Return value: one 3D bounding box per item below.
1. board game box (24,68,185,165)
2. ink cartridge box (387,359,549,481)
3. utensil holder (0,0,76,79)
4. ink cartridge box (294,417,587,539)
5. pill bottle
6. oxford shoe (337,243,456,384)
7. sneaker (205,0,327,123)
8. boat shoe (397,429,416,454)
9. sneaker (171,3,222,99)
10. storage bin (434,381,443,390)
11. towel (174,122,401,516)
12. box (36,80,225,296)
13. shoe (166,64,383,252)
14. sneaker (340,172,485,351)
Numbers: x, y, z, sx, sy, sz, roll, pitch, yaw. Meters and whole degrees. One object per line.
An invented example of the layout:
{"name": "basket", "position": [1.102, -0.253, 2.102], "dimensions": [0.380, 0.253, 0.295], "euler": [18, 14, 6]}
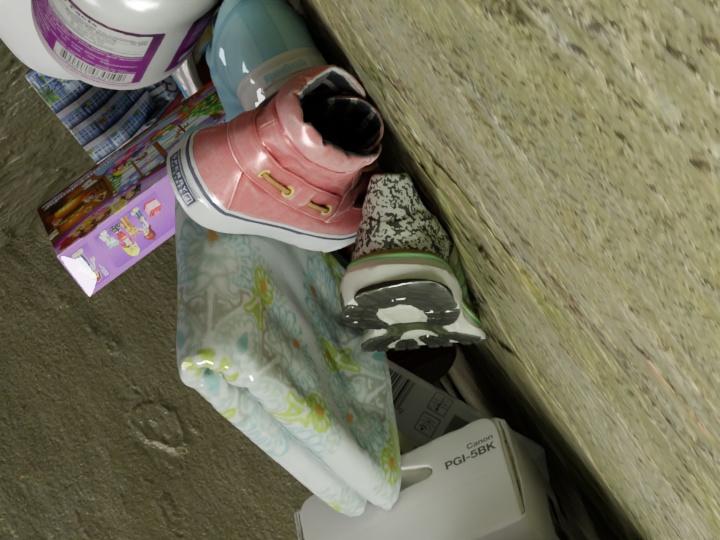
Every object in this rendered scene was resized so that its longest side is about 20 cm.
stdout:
{"name": "board game box", "position": [-0.147, -0.135, 1.446], "dimensions": [0.200, 0.062, 0.200], "euler": [50, -147, -17]}
{"name": "ink cartridge box", "position": [0.052, 0.129, 1.249], "dimensions": [0.162, 0.057, 0.200], "euler": [28, 168, 17]}
{"name": "utensil holder", "position": [-0.216, -0.250, 1.238], "dimensions": [0.170, 0.170, 0.200], "euler": [55, 176, 29]}
{"name": "ink cartridge box", "position": [0.070, 0.203, 1.120], "dimensions": [0.200, 0.147, 0.083], "euler": [54, -164, -39]}
{"name": "pill bottle", "position": [-0.132, -0.183, 1.060], "dimensions": [0.112, 0.112, 0.200], "euler": [58, 162, 0]}
{"name": "oxford shoe", "position": [0.000, 0.000, 1.210], "dimensions": [0.075, 0.070, 0.200], "euler": [59, 176, 45]}
{"name": "sneaker", "position": [-0.056, -0.119, 1.082], "dimensions": [0.200, 0.074, 0.082], "euler": [122, 124, -76]}
{"name": "boat shoe", "position": [0.032, 0.159, 1.184], "dimensions": [0.074, 0.063, 0.201], "euler": [9, 154, 46]}
{"name": "sneaker", "position": [-0.129, -0.188, 1.358], "dimensions": [0.200, 0.076, 0.081], "euler": [53, 165, -2]}
{"name": "storage bin", "position": [-0.006, 0.078, 1.596], "dimensions": [0.200, 0.094, 0.135], "euler": [57, 175, 15]}
{"name": "towel", "position": [-0.042, 0.032, 1.048], "dimensions": [0.200, 0.048, 0.171], "euler": [46, -153, -44]}
{"name": "box", "position": [-0.127, -0.072, 1.244], "dimensions": [0.039, 0.200, 0.137], "euler": [55, 176, -22]}
{"name": "shoe", "position": [-0.016, -0.061, 1.012], "dimensions": [0.200, 0.091, 0.072], "euler": [1, -115, -61]}
{"name": "sneaker", "position": [0.032, -0.005, 1.025], "dimensions": [0.200, 0.077, 0.089], "euler": [72, -163, -77]}
